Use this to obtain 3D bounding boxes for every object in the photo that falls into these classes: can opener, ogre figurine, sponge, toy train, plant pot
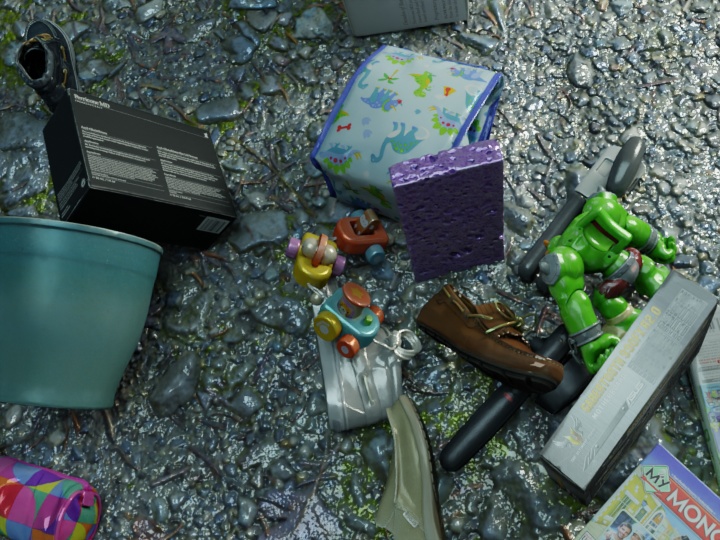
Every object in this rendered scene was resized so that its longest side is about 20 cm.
[{"bbox_3d":[0.156,0.133,0.762,0.199,0.064,0.079,-39,62,-7],"label":"can opener"},{"bbox_3d":[0.251,-0.004,0.755,0.200,0.098,0.120,-43,95,-13],"label":"ogre figurine"},{"bbox_3d":[0.250,-0.068,0.827,0.053,0.067,0.201,35,78,24],"label":"can opener"},{"bbox_3d":[0.097,-0.056,0.782,0.108,0.201,0.031,-13,61,5],"label":"sponge"},{"bbox_3d":[0.000,0.000,0.808,0.146,0.056,0.203,0,49,-27],"label":"toy train"},{"bbox_3d":[-0.336,0.056,0.840,0.194,0.200,0.194,4,81,14],"label":"plant pot"}]

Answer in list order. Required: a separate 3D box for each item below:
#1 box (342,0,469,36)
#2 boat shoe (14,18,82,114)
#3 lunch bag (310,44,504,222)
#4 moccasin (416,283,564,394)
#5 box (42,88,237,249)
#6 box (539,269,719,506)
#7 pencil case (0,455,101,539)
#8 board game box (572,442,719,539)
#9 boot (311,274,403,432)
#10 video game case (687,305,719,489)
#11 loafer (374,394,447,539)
[{"bbox_3d":[0.050,-0.460,0.970,0.166,0.201,0.205,-4,66,12],"label":"box"},{"bbox_3d":[-0.463,-0.319,1.081,0.070,0.091,0.203,-29,64,-2],"label":"boat shoe"},{"bbox_3d":[0.060,-0.166,0.879,0.166,0.128,0.204,20,75,20],"label":"lunch bag"},{"bbox_3d":[0.134,0.063,0.751,0.079,0.073,0.201,-58,25,-1],"label":"moccasin"},{"bbox_3d":[-0.260,-0.115,0.884,0.078,0.197,0.144,-37,60,32],"label":"box"},{"bbox_3d":[0.246,0.117,0.685,0.048,0.159,0.202,35,84,28],"label":"box"},{"bbox_3d":[-0.385,0.249,0.820,0.195,0.089,0.090,15,70,16],"label":"pencil case"},{"bbox_3d":[0.310,0.282,0.682,0.134,0.029,0.200,-43,65,-7],"label":"board game box"},{"bbox_3d":[-0.003,0.074,0.829,0.093,0.074,0.205,-8,67,-6],"label":"boot"},{"bbox_3d":[0.433,0.116,0.732,0.194,0.022,0.187,-9,65,8],"label":"video game case"},{"bbox_3d":[0.045,0.227,0.730,0.066,0.076,0.206,-11,73,6],"label":"loafer"}]
